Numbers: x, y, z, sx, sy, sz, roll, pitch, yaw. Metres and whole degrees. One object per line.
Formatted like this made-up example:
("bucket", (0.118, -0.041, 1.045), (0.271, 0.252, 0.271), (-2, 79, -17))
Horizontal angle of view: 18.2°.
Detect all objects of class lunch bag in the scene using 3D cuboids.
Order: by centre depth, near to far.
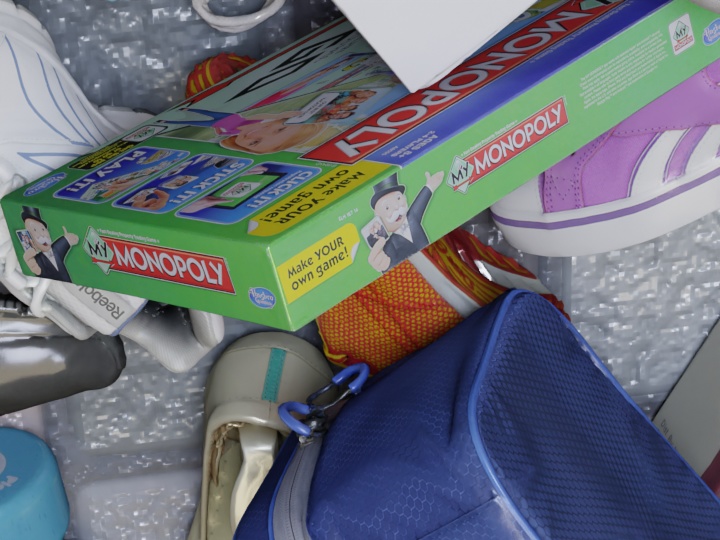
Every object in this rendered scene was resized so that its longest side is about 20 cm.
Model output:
("lunch bag", (0.045, 0.115, 0.788), (0.132, 0.136, 0.200), (-36, 100, 26))

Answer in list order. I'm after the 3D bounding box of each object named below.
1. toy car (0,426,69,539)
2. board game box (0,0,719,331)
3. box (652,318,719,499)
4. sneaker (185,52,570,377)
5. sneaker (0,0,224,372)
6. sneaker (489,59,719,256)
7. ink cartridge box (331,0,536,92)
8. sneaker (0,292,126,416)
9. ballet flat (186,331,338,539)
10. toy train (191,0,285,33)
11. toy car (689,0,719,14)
("toy car", (-0.167, 0.196, 0.842), (0.176, 0.200, 0.185), (-10, 122, -3))
("board game box", (0.005, -0.046, 0.709), (0.200, 0.134, 0.029), (-32, 116, -34))
("box", (0.205, 0.068, 0.883), (0.128, 0.109, 0.200), (20, 116, -20))
("sneaker", (0.000, 0.000, 0.830), (0.077, 0.073, 0.200), (-34, 119, 22))
("sneaker", (-0.105, -0.027, 0.747), (0.074, 0.087, 0.200), (-38, 145, 20))
("sneaker", (0.112, -0.081, 0.782), (0.200, 0.073, 0.114), (-22, 114, 33))
("ink cartridge box", (-0.022, -0.172, 0.676), (0.083, 0.145, 0.200), (-36, 121, 11))
("sneaker", (-0.181, 0.056, 0.814), (0.199, 0.076, 0.091), (-9, 88, 4))
("ballet flat", (-0.040, 0.119, 0.898), (0.069, 0.070, 0.200), (-4, 122, -7))
("toy train", (-0.130, -0.098, 0.761), (0.200, 0.056, 0.150), (-25, 148, -6))
("toy car", (0.126, -0.181, 0.623), (0.200, 0.150, 0.175), (-35, 158, -8))
